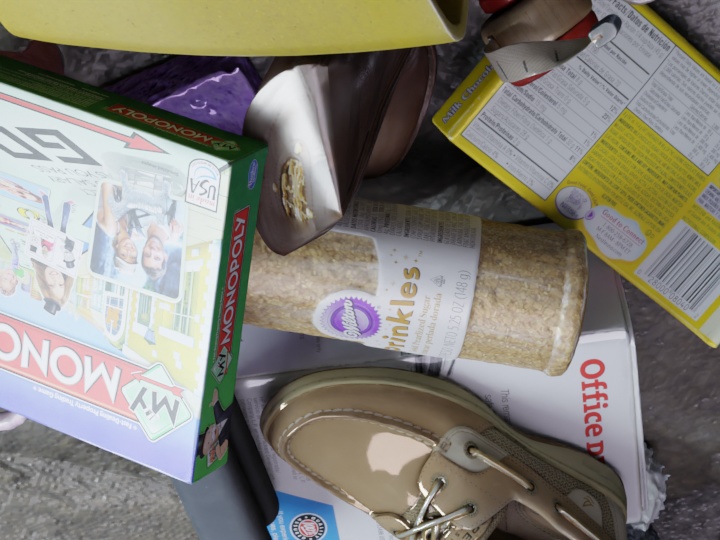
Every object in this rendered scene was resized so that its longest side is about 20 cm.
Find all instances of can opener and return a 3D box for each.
[{"bbox_3d":[-0.089,0.073,1.136,0.066,0.054,0.200,-5,143,10],"label":"can opener"}]

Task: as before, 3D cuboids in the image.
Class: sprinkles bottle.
[{"bbox_3d":[0.000,0.000,1.128,0.199,0.068,0.068,8,134,-3],"label":"sprinkles bottle"}]

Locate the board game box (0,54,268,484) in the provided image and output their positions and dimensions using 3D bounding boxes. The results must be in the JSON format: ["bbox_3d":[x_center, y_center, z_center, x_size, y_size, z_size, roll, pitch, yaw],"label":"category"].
[{"bbox_3d":[-0.134,-0.013,0.982,0.199,0.029,0.135,19,115,23],"label":"board game box"}]

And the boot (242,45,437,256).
[{"bbox_3d":[-0.011,-0.057,1.031,0.064,0.201,0.187,8,132,5],"label":"boot"}]

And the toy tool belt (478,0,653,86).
[{"bbox_3d":[0.107,-0.177,1.008,0.200,0.125,0.123,-34,98,21],"label":"toy tool belt"}]

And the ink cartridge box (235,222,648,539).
[{"bbox_3d":[0.034,0.064,1.242,0.199,0.086,0.147,-9,135,1],"label":"ink cartridge box"}]

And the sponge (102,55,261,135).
[{"bbox_3d":[-0.121,-0.029,1.173,0.199,0.030,0.112,-21,133,15],"label":"sponge"}]

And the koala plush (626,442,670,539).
[{"bbox_3d":[0.095,0.188,1.319,0.183,0.200,0.178,25,139,22],"label":"koala plush"}]

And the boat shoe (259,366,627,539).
[{"bbox_3d":[0.046,0.103,1.177,0.199,0.065,0.071,20,129,-23],"label":"boat shoe"}]

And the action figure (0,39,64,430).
[{"bbox_3d":[-0.192,-0.052,1.057,0.133,0.149,0.201,2,132,-7],"label":"action figure"}]

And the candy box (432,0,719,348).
[{"bbox_3d":[0.133,-0.052,1.156,0.200,0.026,0.102,36,96,-34],"label":"candy box"}]

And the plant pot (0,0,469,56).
[{"bbox_3d":[-0.074,-0.194,0.911,0.176,0.201,0.200,-14,136,24],"label":"plant pot"}]
